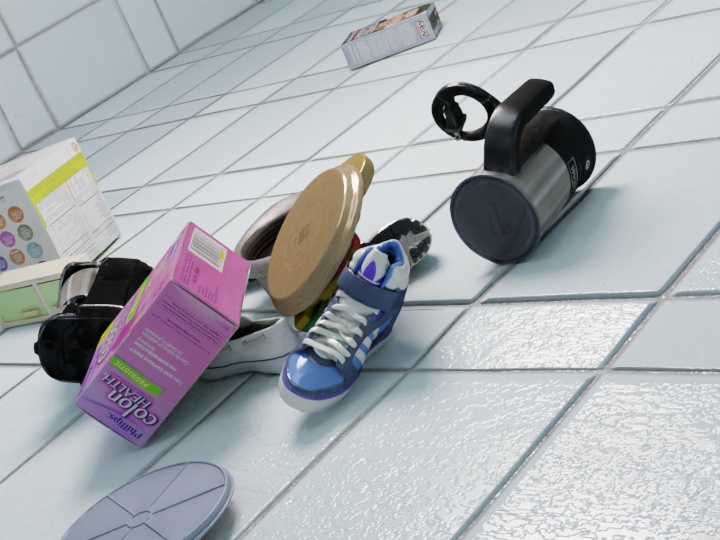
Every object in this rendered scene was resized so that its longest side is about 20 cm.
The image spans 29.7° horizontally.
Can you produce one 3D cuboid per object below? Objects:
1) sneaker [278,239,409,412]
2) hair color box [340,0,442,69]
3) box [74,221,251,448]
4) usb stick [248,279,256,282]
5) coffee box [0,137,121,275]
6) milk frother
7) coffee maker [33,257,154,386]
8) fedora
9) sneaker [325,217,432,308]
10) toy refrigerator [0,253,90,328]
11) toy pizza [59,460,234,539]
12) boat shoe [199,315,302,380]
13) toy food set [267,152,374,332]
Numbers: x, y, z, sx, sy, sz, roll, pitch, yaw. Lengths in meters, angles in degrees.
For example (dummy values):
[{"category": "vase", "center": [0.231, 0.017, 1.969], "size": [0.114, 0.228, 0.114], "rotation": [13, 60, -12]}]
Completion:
[{"category": "sneaker", "center": [-0.014, 0.044, 1.448], "size": [0.080, 0.148, 0.200], "rotation": [27, 39, 19]}, {"category": "hair color box", "center": [0.066, -0.494, 2.849], "size": [0.198, 0.061, 0.099], "rotation": [-17, 21, 20]}, {"category": "box", "center": [-0.229, 0.072, 1.594], "size": [0.201, 0.096, 0.176], "rotation": [-51, 14, 19]}, {"category": "usb stick", "center": [-0.207, 0.013, 1.922], "size": [0.198, 0.033, 0.055], "rotation": [-15, -11, 25]}, {"category": "coffee box", "center": [-0.577, -0.082, 2.374], "size": [0.198, 0.199, 0.200], "rotation": [-17, 19, 24]}, {"category": "milk frother", "center": [0.154, -0.129, 1.641], "size": [0.198, 0.182, 0.188], "rotation": [-5, 26, 36]}, {"category": "coffee maker", "center": [-0.325, 0.061, 1.809], "size": [0.190, 0.136, 0.200], "rotation": [-23, 20, 4]}, {"category": "fedora", "center": [-0.078, -0.024, 1.791], "size": [0.175, 0.091, 0.201], "rotation": [-19, 24, 19]}, {"category": "sneaker", "center": [0.000, 0.000, 1.699], "size": [0.198, 0.078, 0.080], "rotation": [-24, -2, -3]}, {"category": "toy refrigerator", "center": [-0.512, 0.035, 2.184], "size": [0.198, 0.077, 0.070], "rotation": [-10, 24, 34]}, {"category": "toy pizza", "center": [-0.211, 0.256, 1.333], "size": [0.198, 0.032, 0.201], "rotation": [-22, 19, 8]}, {"category": "boat shoe", "center": [-0.143, 0.083, 1.634], "size": [0.198, 0.067, 0.074], "rotation": [-8, 25, 39]}, {"category": "toy food set", "center": [-0.048, -0.034, 1.597], "size": [0.198, 0.048, 0.201], "rotation": [-50, 28, 30]}]
